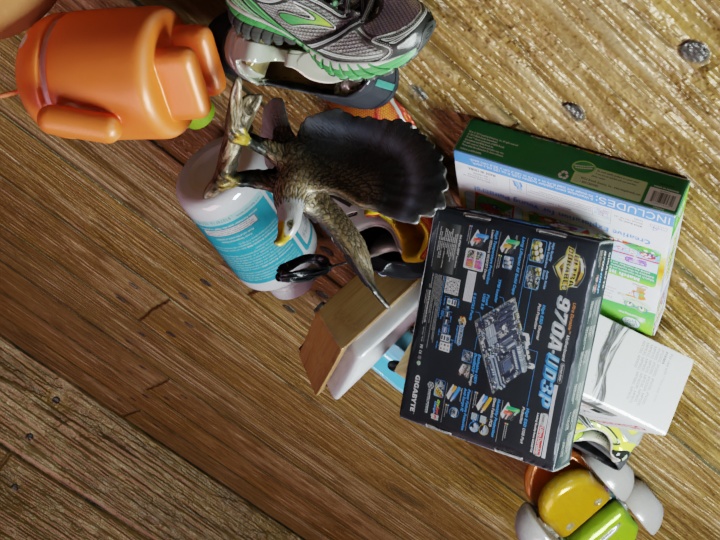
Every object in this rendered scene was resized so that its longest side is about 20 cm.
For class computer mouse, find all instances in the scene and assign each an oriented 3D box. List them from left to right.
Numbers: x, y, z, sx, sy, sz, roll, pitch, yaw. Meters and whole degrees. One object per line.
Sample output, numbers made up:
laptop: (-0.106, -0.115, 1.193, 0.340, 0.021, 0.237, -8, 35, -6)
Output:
computer mouse: (0.000, 0.000, 1.009, 0.059, 0.197, 0.035, 41, 132, 55)

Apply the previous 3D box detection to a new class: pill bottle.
pill bottle: (-0.120, -0.052, 1.098, 0.110, 0.112, 0.201, 11, 148, 36)

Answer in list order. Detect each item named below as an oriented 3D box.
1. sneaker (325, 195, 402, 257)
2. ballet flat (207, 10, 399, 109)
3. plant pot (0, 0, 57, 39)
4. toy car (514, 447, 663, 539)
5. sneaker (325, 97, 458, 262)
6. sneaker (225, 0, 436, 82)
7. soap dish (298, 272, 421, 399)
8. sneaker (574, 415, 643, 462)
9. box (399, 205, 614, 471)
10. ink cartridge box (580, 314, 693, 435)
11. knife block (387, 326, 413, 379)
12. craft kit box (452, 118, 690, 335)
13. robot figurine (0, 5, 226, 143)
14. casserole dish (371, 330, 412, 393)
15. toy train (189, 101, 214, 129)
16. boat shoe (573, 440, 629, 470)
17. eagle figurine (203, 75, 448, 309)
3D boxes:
sneaker: (-0.013, -0.058, 0.998, 0.198, 0.089, 0.074, 13, 152, 36)
ballet flat: (-0.062, -0.188, 0.822, 0.197, 0.074, 0.073, 19, 153, 18)
plant pot: (-0.346, -0.297, 0.822, 0.198, 0.203, 0.140, 18, 169, 25)
toy car: (0.298, 0.318, 1.299, 0.200, 0.175, 0.150, 45, -174, -30)
sneaker: (0.022, -0.097, 0.877, 0.201, 0.077, 0.073, 55, 154, -14)
sneaker: (-0.033, -0.211, 0.741, 0.198, 0.079, 0.086, 21, 153, 22)
soap dish: (0.004, 0.062, 1.135, 0.081, 0.157, 0.200, 45, 157, 8)
sneaker: (0.241, 0.156, 1.122, 0.198, 0.077, 0.076, 22, 156, 22)
box: (0.125, 0.055, 0.837, 0.157, 0.203, 0.046, 14, -171, 31)
ink cartridge box: (0.207, 0.087, 0.955, 0.198, 0.084, 0.147, 25, 171, -6)
knife block: (0.083, 0.121, 1.128, 0.064, 0.201, 0.176, 33, 126, -8)
craft kit box: (0.188, -0.035, 0.865, 0.198, 0.049, 0.199, 21, 151, 22)
robot figurine: (-0.224, -0.175, 0.850, 0.197, 0.146, 0.117, 2, 170, 18)
casserole dish: (0.068, 0.130, 1.316, 0.199, 0.039, 0.121, 41, 154, -19)
toy train: (-0.183, -0.185, 0.970, 0.197, 0.086, 0.116, 16, 164, 26)
boat shoe: (0.249, 0.197, 1.201, 0.198, 0.067, 0.070, 22, 154, 19)
eagle figurine: (-0.035, -0.069, 0.835, 0.197, 0.153, 0.152, 20, 172, -5)
